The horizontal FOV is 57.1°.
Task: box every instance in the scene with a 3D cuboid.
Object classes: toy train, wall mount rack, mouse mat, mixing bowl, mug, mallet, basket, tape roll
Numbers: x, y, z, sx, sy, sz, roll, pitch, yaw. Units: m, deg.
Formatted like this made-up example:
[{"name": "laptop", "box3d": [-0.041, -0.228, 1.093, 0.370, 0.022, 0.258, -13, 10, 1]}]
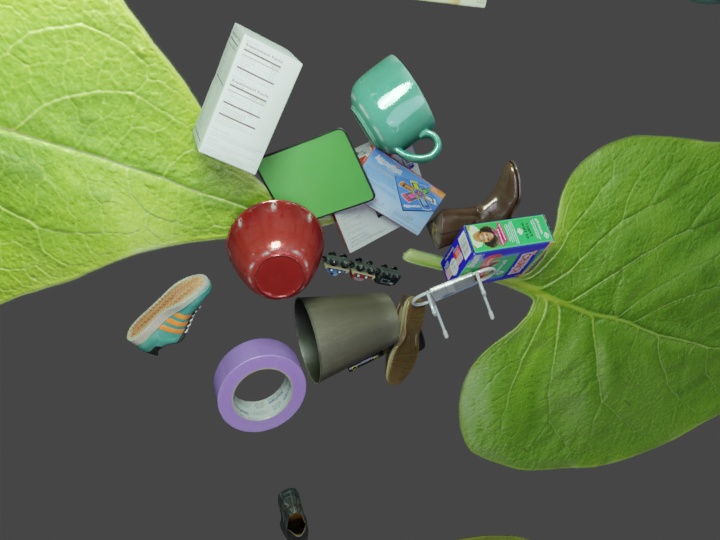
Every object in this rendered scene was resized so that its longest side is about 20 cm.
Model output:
[{"name": "toy train", "box3d": [0.000, 0.000, 1.419, 0.195, 0.035, 0.046, 13, 125, -29]}, {"name": "wall mount rack", "box3d": [0.216, 0.072, 1.439, 0.195, 0.076, 0.174, -22, 155, 9]}, {"name": "mouse mat", "box3d": [-0.086, -0.171, 1.246, 0.195, 0.008, 0.163, -15, 125, 20]}, {"name": "mixing bowl", "box3d": [-0.160, -0.021, 1.272, 0.194, 0.109, 0.205, -6, 125, -8]}, {"name": "mug", "box3d": [0.056, -0.281, 1.190, 0.113, 0.187, 0.153, -33, 135, 4]}, {"name": "mallet", "box3d": [0.063, 0.195, 1.555, 0.197, 0.041, 0.067, -31, 122, 1]}, {"name": "basket", "box3d": [-0.025, 0.127, 1.416, 0.195, 0.136, 0.186, -12, 85, -22]}, {"name": "tape roll", "box3d": [-0.220, 0.252, 1.448, 0.194, 0.066, 0.205, -11, 122, -18]}]

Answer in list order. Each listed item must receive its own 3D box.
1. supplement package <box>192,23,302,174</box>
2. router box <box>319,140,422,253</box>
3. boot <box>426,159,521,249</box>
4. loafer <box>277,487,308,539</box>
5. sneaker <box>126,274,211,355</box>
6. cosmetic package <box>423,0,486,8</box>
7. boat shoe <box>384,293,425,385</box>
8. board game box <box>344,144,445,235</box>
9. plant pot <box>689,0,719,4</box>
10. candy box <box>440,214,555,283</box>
[{"name": "supplement package", "box3d": [-0.195, -0.290, 1.122, 0.107, 0.114, 0.203, 18, 110, -28]}, {"name": "router box", "box3d": [0.029, -0.161, 1.328, 0.196, 0.049, 0.182, -28, 125, -6]}, {"name": "boot", "box3d": [0.242, -0.139, 1.425, 0.194, 0.065, 0.191, -8, 123, -14]}, {"name": "loafer", "box3d": [-0.168, 0.651, 1.689, 0.071, 0.073, 0.204, -19, 124, -12]}, {"name": "sneaker", "box3d": [-0.359, 0.089, 1.299, 0.198, 0.072, 0.080, -37, 130, 7]}, {"name": "cosmetic package", "box3d": [0.130, -0.525, 1.151, 0.194, 0.071, 0.108, -4, 120, -21]}, {"name": "boat shoe", "box3d": [0.089, 0.153, 1.497, 0.070, 0.071, 0.206, 8, 97, -32]}, {"name": "board game box", "box3d": [0.070, -0.155, 1.307, 0.197, 0.020, 0.104, 28, 106, -32]}, {"name": "plant pot", "box3d": [0.693, -0.612, 1.273, 0.156, 0.203, 0.205, -13, 124, 2]}, {"name": "candy box", "box3d": [0.296, -0.040, 1.447, 0.194, 0.079, 0.170, -11, 156, -17]}]
